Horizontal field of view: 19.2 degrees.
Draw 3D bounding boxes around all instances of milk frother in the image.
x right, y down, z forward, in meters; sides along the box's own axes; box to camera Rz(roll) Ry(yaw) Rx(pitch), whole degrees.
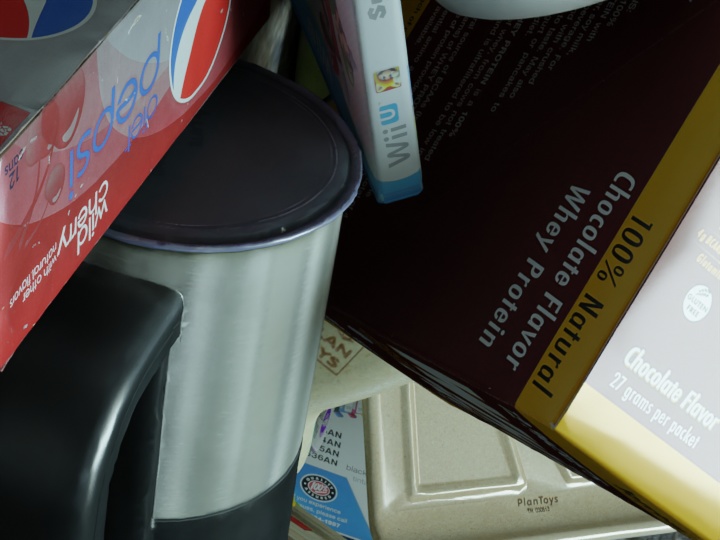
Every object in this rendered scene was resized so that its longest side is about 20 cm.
[{"bbox_3d":[-0.027,0.057,0.684,0.181,0.199,0.189,-94,-168,-54],"label":"milk frother"}]

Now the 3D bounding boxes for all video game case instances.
[{"bbox_3d":[-0.017,-0.139,0.658,0.201,0.018,0.143,81,-10,-45],"label":"video game case"}]

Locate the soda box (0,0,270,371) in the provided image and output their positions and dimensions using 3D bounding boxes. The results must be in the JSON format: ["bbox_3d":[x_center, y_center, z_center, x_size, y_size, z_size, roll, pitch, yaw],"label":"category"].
[{"bbox_3d":[-0.086,-0.062,0.603,0.200,0.063,0.070,-59,161,-50],"label":"soda box"}]

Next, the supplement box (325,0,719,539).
[{"bbox_3d":[0.099,-0.029,0.764,0.133,0.200,0.198,35,84,-36],"label":"supplement box"}]

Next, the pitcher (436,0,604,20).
[{"bbox_3d":[0.066,-0.188,0.651,0.121,0.171,0.201,-65,145,-59],"label":"pitcher"}]

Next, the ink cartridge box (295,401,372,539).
[{"bbox_3d":[0.045,0.044,1.235,0.145,0.146,0.201,-57,161,-54],"label":"ink cartridge box"}]

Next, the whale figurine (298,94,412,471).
[{"bbox_3d":[0.000,0.000,0.938,0.200,0.159,0.104,-49,-169,22],"label":"whale figurine"}]

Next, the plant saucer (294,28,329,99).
[{"bbox_3d":[0.007,-0.139,1.061,0.200,0.031,0.201,17,90,-79],"label":"plant saucer"}]

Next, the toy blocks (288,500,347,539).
[{"bbox_3d":[-0.023,0.159,1.041,0.100,0.136,0.200,-57,165,-1],"label":"toy blocks"}]

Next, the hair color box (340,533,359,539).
[{"bbox_3d":[0.030,0.101,1.382,0.200,0.100,0.061,-58,163,-54],"label":"hair color box"}]

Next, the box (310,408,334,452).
[{"bbox_3d":[-0.044,0.052,1.074,0.200,0.041,0.039,72,38,-74],"label":"box"}]

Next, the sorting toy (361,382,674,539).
[{"bbox_3d":[0.080,0.041,1.087,0.036,0.184,0.201,-12,-98,63],"label":"sorting toy"}]
